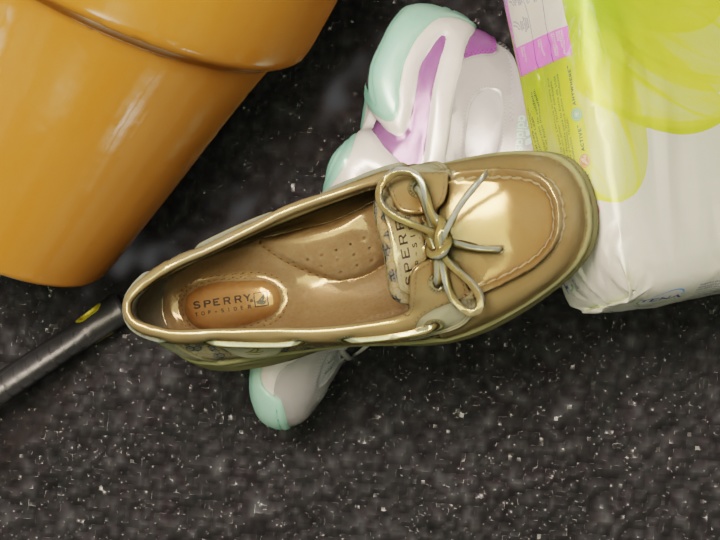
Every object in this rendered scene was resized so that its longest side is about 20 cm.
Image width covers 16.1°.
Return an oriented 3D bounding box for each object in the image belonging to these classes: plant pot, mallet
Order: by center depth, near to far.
[{"bbox_3d":[-0.127,-0.102,1.093,0.199,0.200,0.184,30,108,7],"label":"plant pot"},{"bbox_3d":[-0.194,0.070,1.169,0.199,0.066,0.041,-35,106,-9],"label":"mallet"}]

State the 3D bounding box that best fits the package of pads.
[{"bbox_3d":[0.142,-0.090,1.078,0.153,0.068,0.202,-10,87,-22],"label":"package of pads"}]

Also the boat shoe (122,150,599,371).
[{"bbox_3d":[0.000,0.000,1.040,0.199,0.063,0.074,-19,80,19],"label":"boat shoe"}]

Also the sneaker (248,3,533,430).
[{"bbox_3d":[0.042,-0.003,1.114,0.139,0.078,0.201,24,93,8],"label":"sneaker"}]
